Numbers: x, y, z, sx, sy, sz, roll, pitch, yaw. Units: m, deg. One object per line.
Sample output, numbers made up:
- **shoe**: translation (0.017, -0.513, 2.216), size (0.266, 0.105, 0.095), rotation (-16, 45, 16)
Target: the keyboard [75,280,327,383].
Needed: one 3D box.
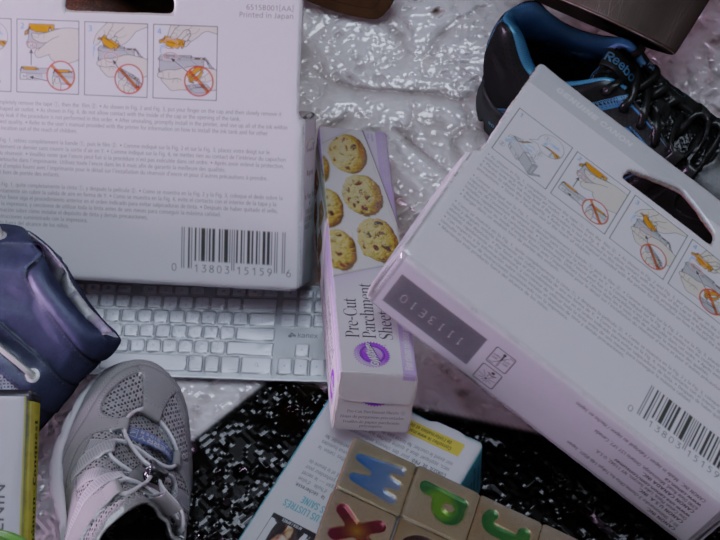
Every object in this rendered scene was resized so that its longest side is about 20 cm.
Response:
- **keyboard**: translation (-0.078, 0.032, 1.118), size (0.199, 0.011, 0.057), rotation (2, 57, 5)

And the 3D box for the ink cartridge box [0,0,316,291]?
- **ink cartridge box**: translation (-0.123, -0.082, 1.111), size (0.199, 0.044, 0.175), rotation (3, 97, 9)

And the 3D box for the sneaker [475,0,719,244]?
- **sneaker**: translation (0.149, -0.074, 1.133), size (0.199, 0.082, 0.073), rotation (27, 59, 17)

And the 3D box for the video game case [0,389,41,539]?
- **video game case**: translation (-0.254, 0.146, 1.000), size (0.199, 0.026, 0.182), rotation (1, 82, 3)

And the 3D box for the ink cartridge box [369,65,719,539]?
- **ink cartridge box**: translation (0.124, 0.012, 1.054), size (0.200, 0.044, 0.174), rotation (38, 45, -1)

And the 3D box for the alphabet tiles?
- **alphabet tiles**: translation (0.045, 0.181, 0.940), size (0.166, 0.008, 0.201), rotation (25, 45, -3)

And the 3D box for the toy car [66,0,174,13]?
- **toy car**: translation (-0.138, -0.181, 1.149), size (0.164, 0.200, 0.158), rotation (33, 64, 23)

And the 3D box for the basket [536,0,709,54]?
- **basket**: translation (0.154, -0.228, 1.117), size (0.179, 0.136, 0.201), rotation (23, 95, -10)

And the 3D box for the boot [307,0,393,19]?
- **boot**: translation (-0.043, -0.250, 1.265), size (0.200, 0.070, 0.146), rotation (40, 35, -11)

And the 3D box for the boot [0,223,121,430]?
- **boot**: translation (-0.209, -0.004, 1.081), size (0.090, 0.073, 0.200), rotation (-43, 76, 6)

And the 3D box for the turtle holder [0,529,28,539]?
- **turtle holder**: translation (-0.208, 0.165, 0.904), size (0.185, 0.131, 0.142), rotation (26, 91, 40)

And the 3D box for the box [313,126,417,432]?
- **box**: translation (0.000, 0.000, 1.083), size (0.041, 0.039, 0.201), rotation (4, 39, -7)

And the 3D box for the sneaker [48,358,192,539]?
- **sneaker**: translation (-0.103, 0.118, 1.001), size (0.074, 0.082, 0.201), rotation (25, 43, -24)

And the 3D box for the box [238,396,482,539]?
- **box**: translation (-0.022, 0.154, 1.010), size (0.082, 0.049, 0.200), rotation (24, 61, 18)
